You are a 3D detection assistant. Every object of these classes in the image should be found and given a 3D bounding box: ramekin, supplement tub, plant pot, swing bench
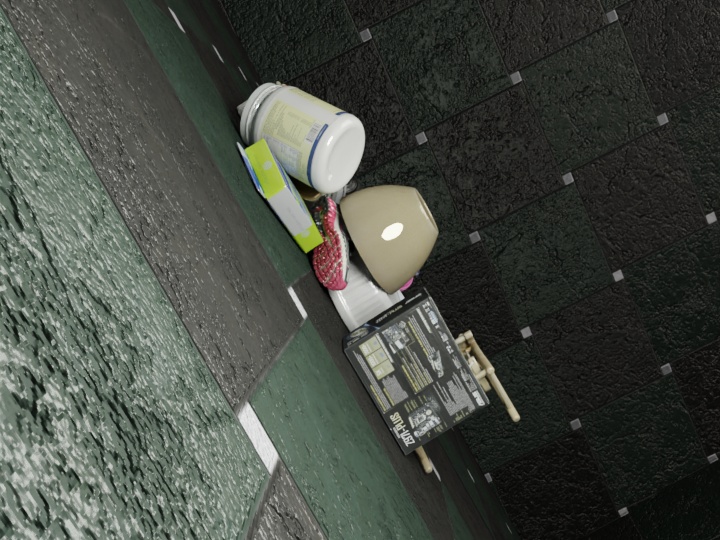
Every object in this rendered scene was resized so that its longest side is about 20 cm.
[{"bbox_3d":[0.007,0.034,1.506,0.205,0.093,0.203,59,11,-18],"label":"ramekin"},{"bbox_3d":[-0.105,-0.242,1.412,0.197,0.147,0.145,29,-10,24],"label":"supplement tub"},{"bbox_3d":[0.066,-0.078,1.451,0.202,0.132,0.201,57,13,-20],"label":"plant pot"},{"bbox_3d":[0.153,0.222,1.435,0.131,0.196,0.201,57,3,-27],"label":"swing bench"}]

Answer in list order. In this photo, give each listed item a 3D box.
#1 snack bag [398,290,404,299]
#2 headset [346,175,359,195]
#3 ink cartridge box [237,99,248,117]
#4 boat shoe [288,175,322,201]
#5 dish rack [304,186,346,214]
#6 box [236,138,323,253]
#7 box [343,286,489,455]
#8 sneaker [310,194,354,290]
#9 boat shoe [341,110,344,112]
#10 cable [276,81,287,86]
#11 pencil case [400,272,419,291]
[{"bbox_3d":[0.084,0.157,1.651,0.190,0.021,0.203,56,38,-37],"label":"snack bag"},{"bbox_3d":[-0.017,-0.156,1.714,0.199,0.093,0.126,30,-37,47],"label":"headset"},{"bbox_3d":[-0.178,-0.282,1.698,0.149,0.082,0.200,61,3,10],"label":"ink cartridge box"},{"bbox_3d":[-0.137,-0.197,1.517,0.200,0.072,0.065,43,-13,24],"label":"boat shoe"},{"bbox_3d":[-0.089,-0.162,1.679,0.203,0.042,0.174,107,-31,-43],"label":"dish rack"},{"bbox_3d":[-0.136,-0.132,1.346,0.123,0.047,0.201,62,2,34],"label":"box"},{"bbox_3d":[0.088,0.160,1.262,0.203,0.162,0.086,58,3,-9],"label":"box"},{"bbox_3d":[-0.039,-0.050,1.423,0.074,0.080,0.204,24,42,-33],"label":"sneaker"},{"bbox_3d":[-0.119,-0.296,1.573,0.068,0.194,0.076,129,-41,-62],"label":"boat shoe"},{"bbox_3d":[-0.114,-0.345,1.698,0.198,0.051,0.097,36,-5,22],"label":"cable"},{"bbox_3d":[0.041,0.010,1.761,0.089,0.198,0.096,15,75,-31],"label":"pencil case"}]
